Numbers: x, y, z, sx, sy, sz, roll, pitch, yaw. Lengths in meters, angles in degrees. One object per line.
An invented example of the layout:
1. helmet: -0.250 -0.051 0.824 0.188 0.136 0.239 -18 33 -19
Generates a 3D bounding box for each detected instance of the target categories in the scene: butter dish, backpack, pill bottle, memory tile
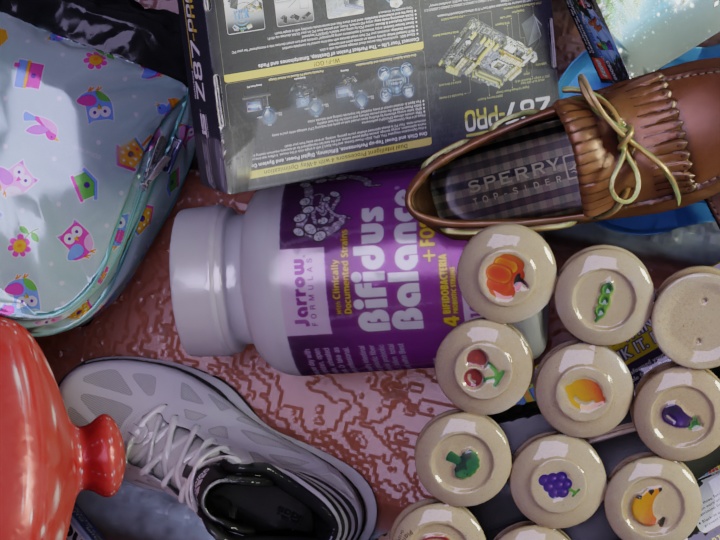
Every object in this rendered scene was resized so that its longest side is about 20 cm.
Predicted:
1. butter dish: -0.200 0.103 1.316 0.147 0.200 0.201 -2 75 -7
2. backpack: -0.175 -0.063 1.374 0.166 0.127 0.201 21 92 8
3. pill bottle: 0.000 0.000 1.344 0.199 0.112 0.113 -5 84 9
4. memory tile: 0.105 0.083 1.231 0.152 0.017 0.201 14 105 1

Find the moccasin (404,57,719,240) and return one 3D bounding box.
1. moccasin: 0.116 -0.060 1.213 0.200 0.078 0.074 -9 92 24

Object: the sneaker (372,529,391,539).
1. sneaker: 0.020 0.207 1.343 0.199 0.070 0.109 -33 76 13

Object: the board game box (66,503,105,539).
1. board game box: -0.174 0.225 1.394 0.135 0.034 0.200 -42 79 4

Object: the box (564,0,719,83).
1. box: 0.187 -0.207 1.305 0.199 0.038 0.137 -31 107 -17

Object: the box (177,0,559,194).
1. box: 0.005 -0.137 1.284 0.199 0.049 0.162 -12 102 -21

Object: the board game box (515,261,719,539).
1. board game box: 0.186 0.098 1.332 0.199 0.057 0.166 -29 79 7

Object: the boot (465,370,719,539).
1. boot: 0.151 0.131 1.281 0.199 0.077 0.139 -10 94 13

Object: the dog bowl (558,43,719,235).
1. dog bowl: 0.203 -0.077 1.347 0.199 0.050 0.112 -5 84 10

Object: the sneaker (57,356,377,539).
1. sneaker: -0.089 0.099 1.349 0.200 0.115 0.076 24 90 11

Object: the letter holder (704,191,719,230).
1. letter holder: 0.272 -0.026 1.229 0.142 0.100 0.201 -32 80 34
